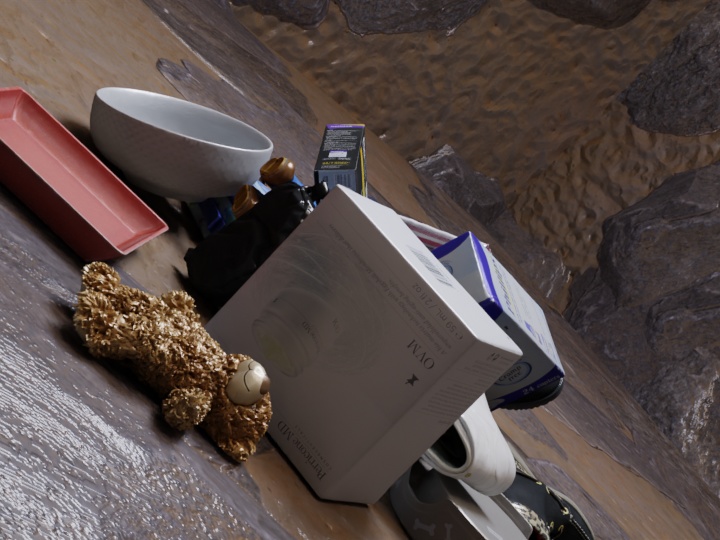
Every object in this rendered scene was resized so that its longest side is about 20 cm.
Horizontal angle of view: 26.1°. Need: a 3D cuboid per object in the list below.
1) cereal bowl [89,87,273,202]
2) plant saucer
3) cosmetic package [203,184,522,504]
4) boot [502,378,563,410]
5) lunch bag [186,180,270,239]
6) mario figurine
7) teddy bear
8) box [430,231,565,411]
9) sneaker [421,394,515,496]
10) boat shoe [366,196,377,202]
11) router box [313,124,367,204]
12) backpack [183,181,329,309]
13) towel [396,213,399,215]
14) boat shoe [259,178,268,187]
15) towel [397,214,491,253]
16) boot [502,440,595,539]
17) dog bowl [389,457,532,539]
[{"bbox_3d":[-0.201,-0.129,1.690,0.200,0.083,0.200,17,13,-4],"label":"cereal bowl"},{"bbox_3d":[-0.276,-0.084,1.414,0.200,0.037,0.200,43,9,-2],"label":"plant saucer"},{"bbox_3d":[-0.004,0.069,1.394,0.199,0.200,0.123,48,12,25],"label":"cosmetic package"},{"bbox_3d":[0.156,0.086,1.905,0.200,0.165,0.066,73,20,-44],"label":"boot"},{"bbox_3d":[-0.116,-0.040,1.778,0.161,0.082,0.200,35,11,-31],"label":"lunch bag"},{"bbox_3d":[-0.036,-0.028,1.648,0.200,0.123,0.106,41,41,-22],"label":"mario figurine"},{"bbox_3d":[-0.144,0.065,1.226,0.200,0.067,0.145,43,12,-5],"label":"teddy bear"},{"bbox_3d":[0.101,0.078,1.756,0.200,0.184,0.105,43,25,-47],"label":"box"},{"bbox_3d":[0.073,0.119,1.498,0.200,0.074,0.116,58,13,28],"label":"sneaker"},{"bbox_3d":[0.000,0.000,1.803,0.075,0.200,0.093,-23,65,-38],"label":"boat shoe"},{"bbox_3d":[-0.020,-0.060,1.906,0.157,0.052,0.200,-80,169,-65],"label":"router box"},{"bbox_3d":[-0.059,0.026,1.562,0.200,0.167,0.127,46,22,-36],"label":"backpack"},{"bbox_3d":[0.043,-0.003,1.994,0.200,0.023,0.144,5,82,-75],"label":"towel"},{"bbox_3d":[-0.152,-0.116,1.991,0.072,0.068,0.200,40,10,-25],"label":"boat shoe"},{"bbox_3d":[0.095,-0.017,1.852,0.146,0.030,0.200,19,-16,18],"label":"towel"},{"bbox_3d":[0.192,0.289,1.696,0.204,0.073,0.154,47,15,-20],"label":"boot"},{"bbox_3d":[0.109,0.254,1.502,0.200,0.059,0.200,42,10,-9],"label":"dog bowl"}]
